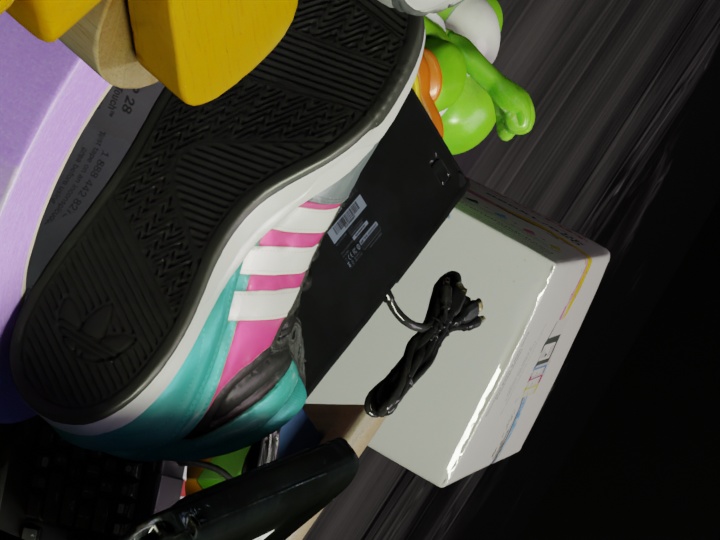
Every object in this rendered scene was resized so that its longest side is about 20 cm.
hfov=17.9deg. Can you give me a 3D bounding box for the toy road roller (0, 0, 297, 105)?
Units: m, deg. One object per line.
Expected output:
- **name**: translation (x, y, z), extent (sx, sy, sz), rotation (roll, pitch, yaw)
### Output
- **toy road roller**: translation (-0.106, -0.109, 0.604), extent (0.146, 0.123, 0.200), rotation (-43, 159, -17)

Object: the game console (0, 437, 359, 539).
- **game console**: translation (-0.120, 0.089, 0.799), extent (0.176, 0.117, 0.200), rotation (-41, 171, 17)

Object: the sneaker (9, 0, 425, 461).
- **sneaker**: translation (-0.040, -0.008, 0.833), extent (0.200, 0.083, 0.121), rotation (-51, 160, -13)

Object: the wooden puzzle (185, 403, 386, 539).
- **wooden puzzle**: translation (-0.101, 0.121, 1.064), extent (0.199, 0.046, 0.186), rotation (-8, -142, 48)

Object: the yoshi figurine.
- **yoshi figurine**: translation (0.032, -0.091, 1.211), extent (0.112, 0.112, 0.200), rotation (-51, 176, 29)

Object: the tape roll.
- **tape roll**: translation (-0.108, -0.048, 0.823), extent (0.201, 0.065, 0.200), rotation (-57, 167, -21)

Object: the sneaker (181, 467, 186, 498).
- **sneaker**: translation (-0.100, 0.069, 0.971), extent (0.201, 0.071, 0.113), rotation (-88, 180, -45)

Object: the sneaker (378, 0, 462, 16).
- **sneaker**: translation (0.053, -0.181, 0.807), extent (0.201, 0.074, 0.087), rotation (-63, -170, -19)

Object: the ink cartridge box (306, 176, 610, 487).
- **ink cartridge box**: translation (0.043, 0.023, 1.363), extent (0.145, 0.147, 0.200), rotation (-64, 167, 8)

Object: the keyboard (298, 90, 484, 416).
- **keyboard**: translation (0.000, 0.000, 1.027), extent (0.021, 0.128, 0.200), rotation (-20, -161, 37)

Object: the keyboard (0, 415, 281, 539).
- **keyboard**: translation (-0.085, 0.073, 0.916), extent (0.021, 0.126, 0.202), rotation (21, 78, -70)
